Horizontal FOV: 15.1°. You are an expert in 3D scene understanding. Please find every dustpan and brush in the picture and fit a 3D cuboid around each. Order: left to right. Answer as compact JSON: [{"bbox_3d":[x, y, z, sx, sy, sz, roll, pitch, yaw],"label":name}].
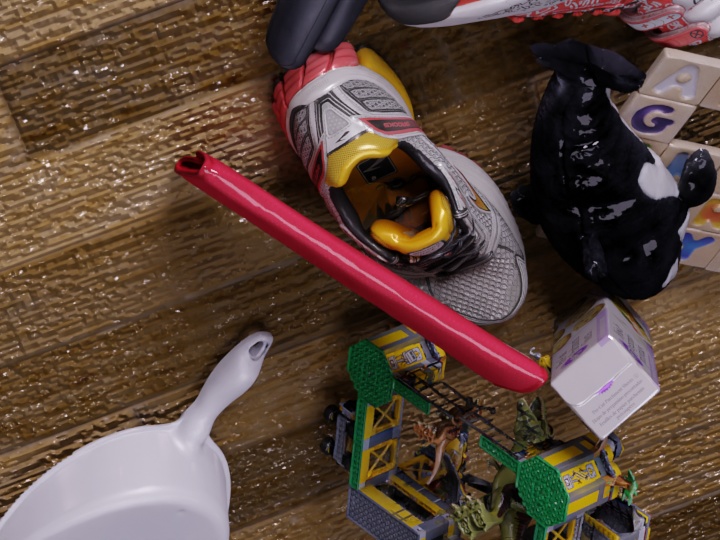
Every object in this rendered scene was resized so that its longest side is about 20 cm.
[{"bbox_3d":[-0.105,0.111,1.461,0.139,0.057,0.200,20,129,-37],"label":"dustpan and brush"}]

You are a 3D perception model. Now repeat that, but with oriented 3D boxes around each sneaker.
[{"bbox_3d":[0.024,-0.025,1.353,0.078,0.082,0.200,-34,135,12],"label":"sneaker"},{"bbox_3d":[0.114,-0.138,1.291,0.201,0.067,0.108,-26,133,0],"label":"sneaker"}]

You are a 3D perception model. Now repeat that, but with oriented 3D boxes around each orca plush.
[{"bbox_3d":[0.129,-0.031,1.349,0.104,0.071,0.200,0,148,0],"label":"orca plush"}]

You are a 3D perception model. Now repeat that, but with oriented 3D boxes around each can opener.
[{"bbox_3d":[0.004,-0.171,1.228,0.063,0.079,0.201,-25,149,-36],"label":"can opener"}]

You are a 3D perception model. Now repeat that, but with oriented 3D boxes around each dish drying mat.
[{"bbox_3d":[0.000,0.000,1.325,0.199,0.077,0.018,34,86,-13],"label":"dish drying mat"}]

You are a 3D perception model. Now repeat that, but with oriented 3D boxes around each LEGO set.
[{"bbox_3d":[0.085,0.103,1.442,0.115,0.200,0.155,-20,121,-37],"label":"LEGO set"}]

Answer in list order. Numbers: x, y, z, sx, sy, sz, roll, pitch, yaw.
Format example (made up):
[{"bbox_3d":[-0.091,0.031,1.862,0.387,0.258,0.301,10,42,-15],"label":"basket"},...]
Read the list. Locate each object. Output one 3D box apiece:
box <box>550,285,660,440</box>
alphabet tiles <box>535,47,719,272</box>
[{"bbox_3d":[0.125,0.043,1.390,0.041,0.200,0.039,-42,93,9],"label":"box"},{"bbox_3d":[0.213,-0.046,1.403,0.199,0.008,0.167,11,145,-16],"label":"alphabet tiles"}]
